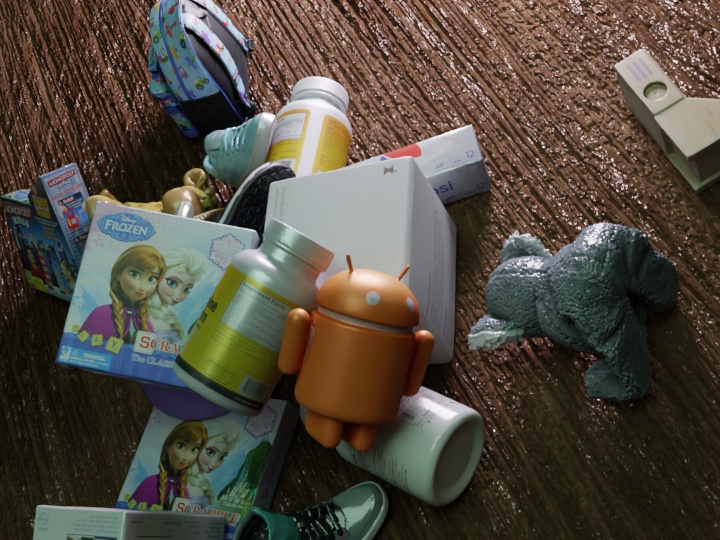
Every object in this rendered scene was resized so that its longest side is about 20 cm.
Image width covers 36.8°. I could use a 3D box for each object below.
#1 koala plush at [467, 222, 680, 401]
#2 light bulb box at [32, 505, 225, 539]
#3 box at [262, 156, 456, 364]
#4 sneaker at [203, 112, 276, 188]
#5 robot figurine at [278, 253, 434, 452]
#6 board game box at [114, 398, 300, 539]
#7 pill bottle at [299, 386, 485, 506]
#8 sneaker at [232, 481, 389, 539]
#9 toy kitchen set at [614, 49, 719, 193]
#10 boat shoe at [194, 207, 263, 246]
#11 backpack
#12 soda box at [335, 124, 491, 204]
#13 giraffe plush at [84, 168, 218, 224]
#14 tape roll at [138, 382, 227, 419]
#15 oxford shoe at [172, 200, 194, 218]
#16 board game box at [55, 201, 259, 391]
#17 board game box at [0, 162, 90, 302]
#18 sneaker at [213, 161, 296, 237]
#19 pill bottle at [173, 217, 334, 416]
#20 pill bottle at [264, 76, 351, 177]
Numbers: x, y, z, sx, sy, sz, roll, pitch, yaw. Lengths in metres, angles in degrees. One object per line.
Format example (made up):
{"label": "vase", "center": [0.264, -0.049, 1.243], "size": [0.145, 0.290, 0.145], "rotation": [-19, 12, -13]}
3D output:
{"label": "koala plush", "center": [0.222, 0.028, 1.213], "size": [0.199, 0.184, 0.178], "rotation": [4, 61, 41]}
{"label": "light bulb box", "center": [-0.255, 0.364, 1.183], "size": [0.124, 0.198, 0.202], "rotation": [-3, 76, 25]}
{"label": "box", "center": [0.000, 0.000, 1.325], "size": [0.199, 0.171, 0.200], "rotation": [-8, 59, 21]}
{"label": "sneaker", "center": [-0.176, -0.168, 1.505], "size": [0.081, 0.200, 0.074], "rotation": [17, 66, -15]}
{"label": "robot figurine", "center": [-0.005, 0.086, 1.139], "size": [0.143, 0.117, 0.201], "rotation": [14, 94, 14]}
{"label": "board game box", "center": [-0.195, 0.249, 1.350], "size": [0.199, 0.041, 0.201], "rotation": [3, 61, 28]}
{"label": "pill bottle", "center": [0.032, 0.177, 1.236], "size": [0.199, 0.114, 0.115], "rotation": [21, 71, 34]}
{"label": "sneaker", "center": [-0.068, 0.291, 1.210], "size": [0.200, 0.121, 0.084], "rotation": [-38, 51, -1]}
{"label": "toy kitchen set", "center": [0.426, -0.240, 1.270], "size": [0.199, 0.163, 0.181], "rotation": [-31, 52, 5]}
{"label": "boat shoe", "center": [-0.218, -0.041, 1.473], "size": [0.063, 0.200, 0.074], "rotation": [-10, 94, 50]}
{"label": "backpack", "center": [-0.254, -0.325, 1.637], "size": [0.134, 0.200, 0.184], "rotation": [-16, 55, 16]}
{"label": "soda box", "center": [0.066, -0.119, 1.422], "size": [0.199, 0.068, 0.064], "rotation": [-18, 55, 9]}
{"label": "giraffe plush", "center": [-0.276, -0.061, 1.536], "size": [0.161, 0.174, 0.200], "rotation": [-20, 18, 1]}
{"label": "tape roll", "center": [-0.203, 0.088, 1.397], "size": [0.199, 0.085, 0.201], "rotation": [-13, 40, 11]}
{"label": "oxford shoe", "center": [-0.255, 0.000, 1.362], "size": [0.057, 0.075, 0.201], "rotation": [12, 70, 9]}
{"label": "board game box", "center": [-0.238, 0.034, 1.287], "size": [0.198, 0.041, 0.201], "rotation": [10, 77, 4]}
{"label": "board game box", "center": [-0.433, -0.058, 1.558], "size": [0.199, 0.201, 0.062], "rotation": [15, 34, 43]}
{"label": "sneaker", "center": [-0.164, -0.062, 1.397], "size": [0.200, 0.072, 0.083], "rotation": [-53, 33, -6]}
{"label": "pill bottle", "center": [-0.111, 0.049, 1.181], "size": [0.112, 0.112, 0.201], "rotation": [29, 89, 36]}
{"label": "pill bottle", "center": [-0.072, -0.164, 1.503], "size": [0.110, 0.111, 0.201], "rotation": [-3, 59, 24]}
